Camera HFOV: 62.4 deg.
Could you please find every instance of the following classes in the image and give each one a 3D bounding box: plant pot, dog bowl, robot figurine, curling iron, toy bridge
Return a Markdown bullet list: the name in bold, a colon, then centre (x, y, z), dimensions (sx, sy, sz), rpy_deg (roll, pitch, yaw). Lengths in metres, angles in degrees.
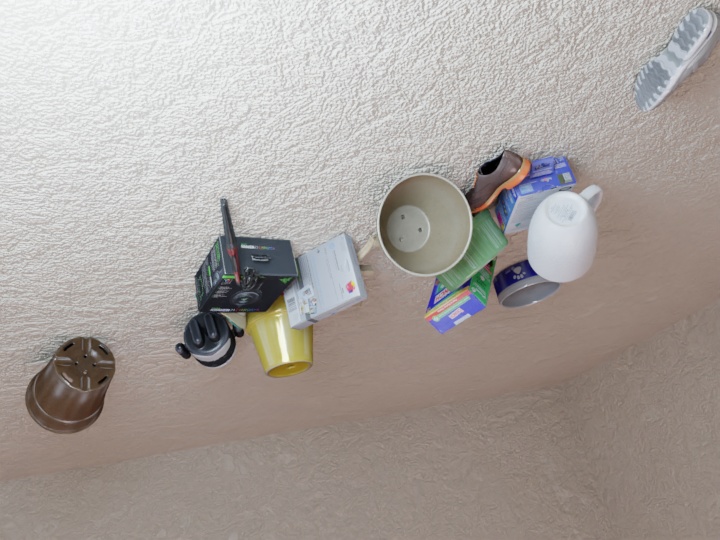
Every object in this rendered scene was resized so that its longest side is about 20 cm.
- **plant pot**: centre (-0.204, 0.174, 1.585), dimensions (0.197, 0.192, 0.202), rpy_deg (-12, 157, -5)
- **dog bowl**: centre (0.515, 0.041, 1.841), dimensions (0.196, 0.080, 0.201), rpy_deg (-12, 156, -5)
- **robot figurine**: centre (-0.399, 0.184, 1.582), dimensions (0.147, 0.127, 0.201), rpy_deg (16, 156, 7)
- **curling iron**: centre (-0.244, -0.050, 1.172), dimensions (0.049, 0.026, 0.203), rpy_deg (-23, 122, -17)
- **toy bridge**: centre (0.000, 0.000, 1.431), dimensions (0.066, 0.027, 0.203), rpy_deg (0, 125, -31)
- **plant pot**: centre (-0.740, 0.286, 1.543), dimensions (0.198, 0.203, 0.198), rpy_deg (7, 140, -39)

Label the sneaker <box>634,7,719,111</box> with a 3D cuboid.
- **sneaker**: centre (0.556, -0.352, 1.027), dimensions (0.080, 0.076, 0.201), rpy_deg (-4, 153, -17)

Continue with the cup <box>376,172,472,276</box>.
- **cup**: centre (0.116, -0.091, 1.237), dimensions (0.196, 0.205, 0.143), rpy_deg (-10, -177, -10)

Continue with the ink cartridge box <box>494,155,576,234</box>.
- **ink cartridge box**: centre (0.386, -0.171, 1.317), dimensions (0.134, 0.078, 0.201), rpy_deg (-14, 157, -5)

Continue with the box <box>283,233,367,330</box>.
- **box**: centre (-0.091, 0.027, 1.376), dimensions (0.198, 0.159, 0.041), rpy_deg (-27, 155, 25)

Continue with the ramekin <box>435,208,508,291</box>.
- **ramekin**: centre (0.248, -0.042, 1.384), dimensions (0.199, 0.098, 0.200), rpy_deg (-40, 174, -5)

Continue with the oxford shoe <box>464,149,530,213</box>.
- **oxford shoe**: centre (0.263, -0.189, 1.249), dimensions (0.072, 0.072, 0.200), rpy_deg (29, 142, -17)

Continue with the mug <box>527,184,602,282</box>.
- **mug**: centre (0.450, -0.099, 1.275), dimensions (0.200, 0.147, 0.176), rpy_deg (-44, 150, -11)

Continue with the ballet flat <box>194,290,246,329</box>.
- **ballet flat**: centre (-0.326, 0.086, 1.474), dimensions (0.068, 0.071, 0.200), rpy_deg (-21, 147, 16)

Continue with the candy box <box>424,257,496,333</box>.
- **candy box**: centre (0.263, 0.042, 1.556), dimensions (0.077, 0.202, 0.169), rpy_deg (38, 133, -15)

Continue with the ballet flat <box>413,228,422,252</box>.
- **ballet flat**: centre (0.162, -0.076, 1.393), dimensions (0.071, 0.073, 0.199), rpy_deg (-32, 179, 35)

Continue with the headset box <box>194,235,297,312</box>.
- **headset box**: centre (-0.255, 0.009, 1.321), dimensions (0.171, 0.094, 0.200), rpy_deg (3, 150, -34)
